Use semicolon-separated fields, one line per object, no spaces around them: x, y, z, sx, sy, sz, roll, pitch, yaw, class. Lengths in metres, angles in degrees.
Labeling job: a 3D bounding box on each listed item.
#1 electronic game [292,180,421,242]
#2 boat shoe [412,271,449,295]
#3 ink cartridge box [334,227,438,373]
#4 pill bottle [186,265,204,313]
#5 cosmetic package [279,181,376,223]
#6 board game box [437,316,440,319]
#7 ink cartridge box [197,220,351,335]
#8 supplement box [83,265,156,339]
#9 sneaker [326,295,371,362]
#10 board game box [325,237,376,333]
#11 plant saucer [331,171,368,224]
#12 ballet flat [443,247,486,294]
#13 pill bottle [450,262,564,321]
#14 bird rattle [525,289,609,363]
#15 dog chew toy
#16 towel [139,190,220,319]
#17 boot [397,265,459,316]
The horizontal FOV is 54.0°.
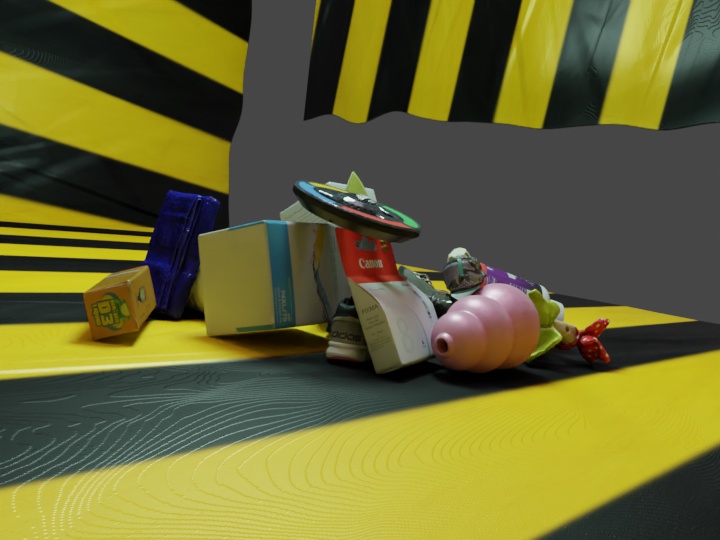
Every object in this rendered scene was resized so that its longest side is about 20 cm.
-0.004;-0.089;1.020;0.195;0.043;0.200;20;12;-4;electronic game
0.105;0.038;1.380;0.074;0.074;0.198;18;-9;-31;boat shoe
0.046;0.032;0.985;0.046;0.205;0.159;-21;-9;28;ink cartridge box
-0.251;0.015;1.190;0.197;0.117;0.112;12;7;44;pill bottle
-0.050;-0.062;1.561;0.165;0.205;0.164;-25;-16;36;cosmetic package
0.074;0.090;1.224;0.147;0.048;0.200;8;5;6;board game box
-0.117;0.011;1.056;0.144;0.151;0.198;-8;-3;37;ink cartridge box
-0.331;0.040;0.985;0.067;0.068;0.200;-12;7;-11;supplement box
0.009;0.077;1.028;0.072;0.090;0.199;9;5;21;sneaker
0.000;0.000;1.217;0.042;0.204;0.200;16;6;5;board game box
-0.029;-0.039;1.283;0.047;0.203;0.201;17;-29;5;plant saucer
0.162;-0.001;1.112;0.070;0.074;0.200;8;-1;8;ballet flat
0.269;0.065;1.300;0.195;0.115;0.112;19;3;-8;pill bottle
0.317;0.102;1.191;0.196;0.116;0.162;8;-13;-34;bird rattle
0.172;0.089;1.006;0.122;0.128;0.197;11;15;40;dog chew toy
-0.310;-0.032;1.149;0.145;0.205;0.049;10;-11;43;towel
0.113;0.049;1.212;0.128;0.069;0.200;20;6;5;boot
